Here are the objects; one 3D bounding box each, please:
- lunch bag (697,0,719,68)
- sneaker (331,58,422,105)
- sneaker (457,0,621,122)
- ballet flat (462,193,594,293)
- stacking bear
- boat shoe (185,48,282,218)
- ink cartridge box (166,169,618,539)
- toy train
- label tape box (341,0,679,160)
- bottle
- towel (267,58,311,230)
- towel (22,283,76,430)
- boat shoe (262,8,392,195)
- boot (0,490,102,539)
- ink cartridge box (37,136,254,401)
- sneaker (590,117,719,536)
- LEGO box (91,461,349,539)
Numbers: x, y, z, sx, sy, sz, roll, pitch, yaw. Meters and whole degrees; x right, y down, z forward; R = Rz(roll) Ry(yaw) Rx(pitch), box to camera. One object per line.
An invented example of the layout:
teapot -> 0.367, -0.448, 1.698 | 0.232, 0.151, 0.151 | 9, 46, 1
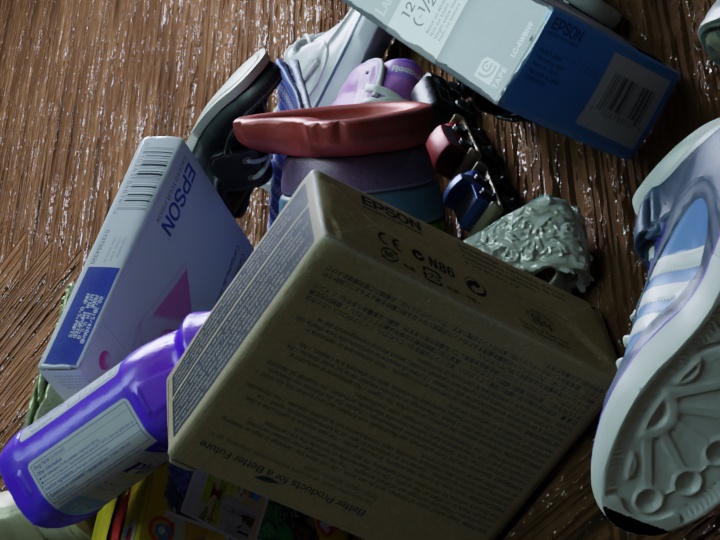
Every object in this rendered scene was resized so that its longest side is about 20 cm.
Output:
lunch bag -> 0.264, -0.136, 0.836 | 0.168, 0.139, 0.200 | -56, 21, -13
sneaker -> 0.015, -0.098, 1.385 | 0.115, 0.072, 0.200 | -61, 24, 2
sneaker -> 0.089, -0.159, 1.284 | 0.100, 0.070, 0.200 | -57, 29, 7
ballet flat -> 0.048, 0.027, 1.138 | 0.199, 0.072, 0.072 | -32, 33, 10
stacking bear -> 0.000, 0.000, 1.228 | 0.121, 0.113, 0.202 | 6, 104, 51
boat shoe -> -0.084, -0.094, 1.390 | 0.072, 0.067, 0.200 | -52, 0, -27
ink cartridge box -> 0.016, 0.061, 1.074 | 0.165, 0.199, 0.075 | -52, 27, 25
toy train -> 0.065, -0.077, 1.288 | 0.034, 0.046, 0.200 | -55, 26, 22
label tape box -> 0.068, -0.149, 1.141 | 0.200, 0.143, 0.066 | 41, 106, 37
bottle -> -0.119, 0.079, 1.156 | 0.199, 0.066, 0.083 | -34, -8, 20
towel -> -0.050, -0.031, 1.395 | 0.145, 0.024, 0.201 | -106, 17, -49
towel -> -0.164, 0.113, 1.416 | 0.036, 0.200, 0.149 | -2, 63, 37
boat shoe -> -0.032, -0.149, 1.506 | 0.201, 0.065, 0.074 | -61, -7, 10
boot -> -0.200, 0.196, 1.351 | 0.154, 0.200, 0.073 | -13, 62, 21
ink cartridge box -> -0.130, 0.044, 1.376 | 0.043, 0.200, 0.197 | 0, 53, 29
sneaker -> 0.165, 0.018, 0.972 | 0.147, 0.080, 0.201 | -110, 43, -71
LEGO box -> -0.091, 0.186, 1.240 | 0.077, 0.148, 0.201 | -35, 38, 48
